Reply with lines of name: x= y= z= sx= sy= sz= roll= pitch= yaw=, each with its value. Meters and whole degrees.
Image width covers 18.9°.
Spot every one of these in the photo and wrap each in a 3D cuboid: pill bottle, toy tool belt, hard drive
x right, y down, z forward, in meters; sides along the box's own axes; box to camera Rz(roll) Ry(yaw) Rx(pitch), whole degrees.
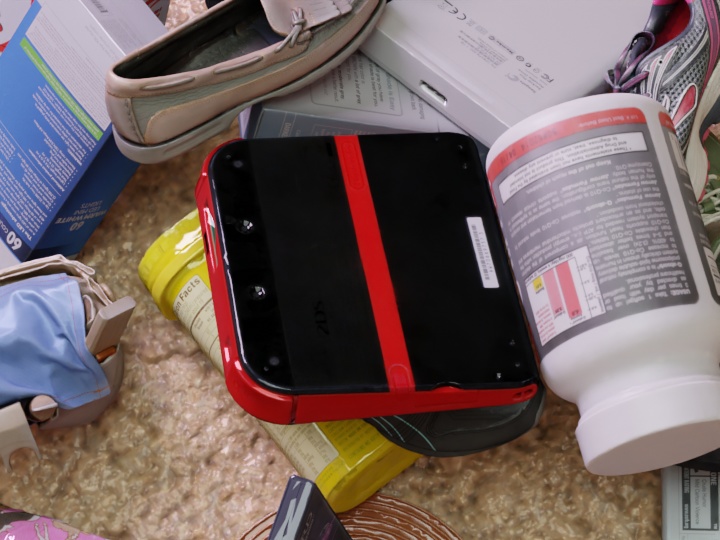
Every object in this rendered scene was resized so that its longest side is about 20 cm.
pill bottle: x=0.150 y=0.009 z=1.259 sx=0.115 sy=0.116 sz=0.201 roll=-14 pitch=71 yaw=1
toy tool belt: x=-0.236 y=0.067 z=1.357 sx=0.199 sy=0.123 sz=0.125 roll=-25 pitch=88 yaw=-15
hard drive: x=0.105 y=-0.154 z=1.407 sx=0.132 sy=0.027 sz=0.200 roll=38 pitch=45 yaw=17

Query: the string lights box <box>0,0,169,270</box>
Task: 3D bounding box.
string lights box: x=-0.197 y=-0.089 z=1.400 sx=0.103 sy=0.059 sz=0.200 roll=50 pitch=124 yaw=17

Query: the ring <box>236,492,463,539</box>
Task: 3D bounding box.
ring: x=-0.009 y=0.235 z=1.357 sx=0.199 sy=0.019 sz=0.201 roll=-2 pitch=71 yaw=5

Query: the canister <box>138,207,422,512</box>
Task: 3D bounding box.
canister: x=-0.026 y=0.036 z=1.383 sx=0.148 sy=0.087 sz=0.200 roll=-37 pitch=71 yaw=-8

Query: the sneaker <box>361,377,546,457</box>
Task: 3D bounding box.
sneaker: x=0.011 y=0.060 z=1.287 sx=0.199 sy=0.079 sz=0.076 roll=11 pitch=72 yaw=7

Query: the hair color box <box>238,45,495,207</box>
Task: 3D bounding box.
hair color box: x=0.024 y=-0.102 z=1.386 sx=0.199 sy=0.061 sz=0.099 roll=7 pitch=45 yaw=-14

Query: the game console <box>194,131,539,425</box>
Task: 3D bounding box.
game console: x=0.000 y=0.000 z=1.262 sx=0.176 sy=0.031 sz=0.201 roll=-2 pitch=52 yaw=-14

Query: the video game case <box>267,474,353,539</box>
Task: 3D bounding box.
video game case: x=-0.041 y=0.208 z=1.253 sx=0.019 sy=0.200 sz=0.143 roll=16 pitch=75 yaw=13

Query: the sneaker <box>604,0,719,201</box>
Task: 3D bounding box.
sneaker: x=0.181 y=-0.095 z=1.373 sx=0.080 sy=0.075 sz=0.201 roll=3 pitch=64 yaw=50

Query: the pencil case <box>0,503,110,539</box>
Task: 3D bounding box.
pencil case: x=-0.184 y=0.206 z=1.346 sx=0.199 sy=0.083 sz=0.087 roll=21 pitch=43 yaw=17

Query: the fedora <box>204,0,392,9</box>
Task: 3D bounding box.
fedora: x=-0.038 y=-0.199 z=1.445 sx=0.200 sy=0.201 sz=0.092 roll=9 pitch=105 yaw=9

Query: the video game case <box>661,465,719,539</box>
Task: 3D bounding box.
video game case: x=0.277 y=0.197 z=1.337 sx=0.181 sy=0.023 sz=0.201 roll=0 pitch=71 yaw=7

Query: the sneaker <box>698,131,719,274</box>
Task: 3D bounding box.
sneaker: x=0.233 y=-0.017 z=1.374 sx=0.067 sy=0.090 sz=0.201 roll=-18 pitch=71 yaw=1

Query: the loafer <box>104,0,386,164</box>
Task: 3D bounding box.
loafer: x=-0.067 y=-0.139 z=1.305 sx=0.200 sy=0.063 sz=0.072 roll=-36 pitch=50 yaw=-19

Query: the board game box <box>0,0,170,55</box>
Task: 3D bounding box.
board game box: x=-0.225 y=-0.192 z=1.454 sx=0.199 sy=0.152 sz=0.046 roll=26 pitch=35 yaw=14

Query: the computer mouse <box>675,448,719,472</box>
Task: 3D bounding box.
computer mouse: x=0.207 y=0.071 z=1.309 sx=0.200 sy=0.053 sz=0.139 roll=-2 pitch=93 yaw=43
